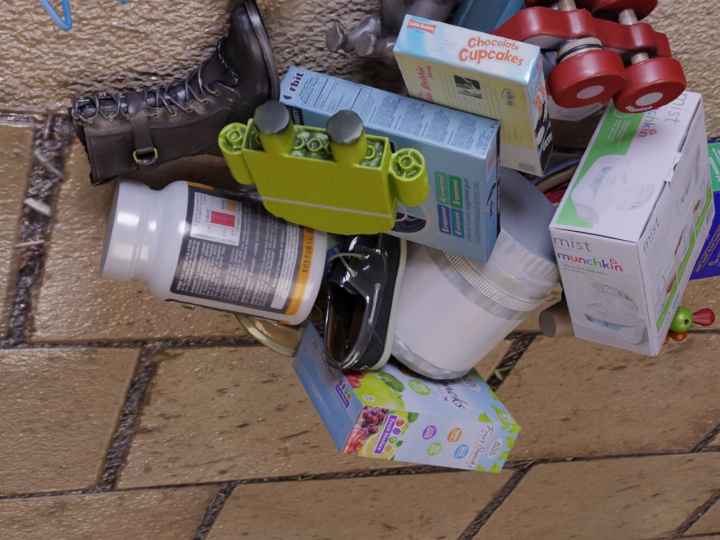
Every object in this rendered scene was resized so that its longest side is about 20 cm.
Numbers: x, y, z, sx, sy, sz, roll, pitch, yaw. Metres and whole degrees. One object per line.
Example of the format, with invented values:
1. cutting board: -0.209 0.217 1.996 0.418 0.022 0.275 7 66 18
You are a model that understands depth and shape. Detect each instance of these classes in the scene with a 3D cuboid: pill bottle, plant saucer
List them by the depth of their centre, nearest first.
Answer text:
1. plant saucer: 0.104 -0.216 1.104 0.069 0.019 0.201 -14 149 -35
2. pill bottle: -0.139 -0.021 1.162 0.198 0.117 0.117 12 137 -16

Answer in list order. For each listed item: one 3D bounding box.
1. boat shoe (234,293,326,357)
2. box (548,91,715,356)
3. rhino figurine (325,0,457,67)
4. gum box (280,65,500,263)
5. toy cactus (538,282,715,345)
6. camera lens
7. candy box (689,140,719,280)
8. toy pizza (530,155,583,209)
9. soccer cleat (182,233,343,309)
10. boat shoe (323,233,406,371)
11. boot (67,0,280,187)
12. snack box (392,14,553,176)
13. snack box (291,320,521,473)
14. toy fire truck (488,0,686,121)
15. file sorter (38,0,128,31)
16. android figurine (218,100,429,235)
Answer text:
1. boat shoe: -0.057 0.058 1.377 0.199 0.074 0.066 23 115 -45
2. box: 0.280 -0.051 1.232 0.096 0.201 0.177 12 146 30
3. rhino figurine: 0.058 -0.245 1.017 0.087 0.060 0.200 -5 145 -47
4. gum box: 0.028 -0.093 1.120 0.198 0.045 0.170 18 153 16
5. toy cactus: 0.269 0.032 1.343 0.164 0.200 0.103 -15 122 -30
6. camera lens: 0.106 0.003 1.285 0.159 0.161 0.200 16 130 -39
7. candy box: 0.443 -0.073 1.417 0.198 0.078 0.170 -9 145 -16
8. toy pizza: 0.247 -0.055 1.388 0.198 0.032 0.201 -13 145 -9
9. soccer cleat: -0.111 -0.014 1.270 0.198 0.065 0.084 -12 115 -3
10. boat shoe: 0.000 0.000 1.225 0.067 0.202 0.071 2 -176 -44
11. boot: -0.162 -0.143 1.047 0.172 0.070 0.201 -9 146 -15
12. snack box: 0.102 -0.146 1.058 0.115 0.037 0.200 17 167 16
13. snack box: 0.047 0.134 1.317 0.198 0.169 0.068 12 113 -30
14. toy fire truck: 0.184 -0.185 1.116 0.199 0.113 0.168 -1 159 -38
15. file sorter: -0.153 -0.274 0.828 0.198 0.123 0.139 -23 144 7
16. android figurine: -0.030 -0.083 1.058 0.180 0.041 0.200 8 161 12
